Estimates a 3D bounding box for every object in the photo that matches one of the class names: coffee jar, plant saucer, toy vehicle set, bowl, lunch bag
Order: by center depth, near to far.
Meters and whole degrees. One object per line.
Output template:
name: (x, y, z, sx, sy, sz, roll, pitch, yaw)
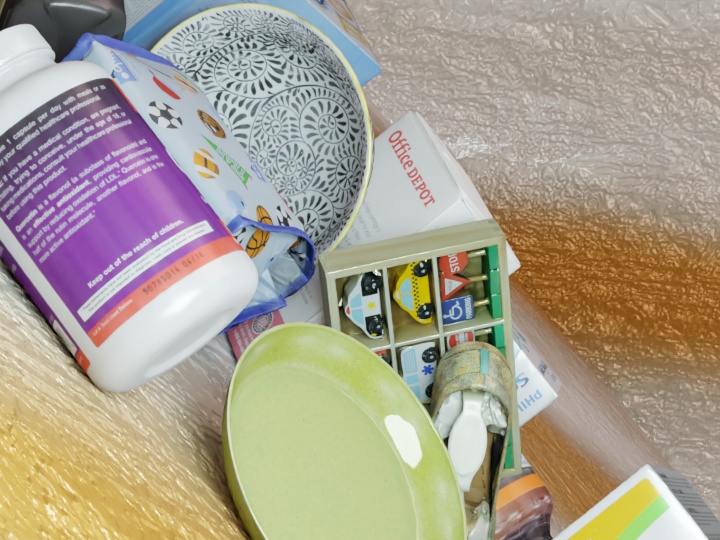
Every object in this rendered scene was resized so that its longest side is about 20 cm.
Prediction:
plant saucer: (-0.015, 0.128, 1.490, 0.200, 0.031, 0.200, 31, 43, -34)
lunch bag: (-0.122, -0.049, 1.599, 0.170, 0.124, 0.200, 52, 16, 13)
toy vehicle set: (0.043, 0.066, 1.683, 0.027, 0.124, 0.200, -117, -163, -56)
bowl: (-0.063, -0.084, 1.736, 0.201, 0.201, 0.094, 54, 22, 16)
coffee jar: (-0.218, -0.215, 1.744, 0.085, 0.104, 0.200, 7, 45, -20)

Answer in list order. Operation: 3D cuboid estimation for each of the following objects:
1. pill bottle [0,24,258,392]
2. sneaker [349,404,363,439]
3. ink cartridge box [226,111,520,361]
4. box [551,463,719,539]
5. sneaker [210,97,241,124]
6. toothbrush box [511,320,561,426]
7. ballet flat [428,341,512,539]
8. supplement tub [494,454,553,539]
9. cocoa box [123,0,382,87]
pill bottle: (-0.155, -0.038, 1.389, 0.200, 0.112, 0.112, 53, 8, 8)
sneaker: (0.023, 0.164, 1.607, 0.200, 0.079, 0.074, 48, 7, -31)
ink cartridge box: (0.000, 0.000, 1.766, 0.083, 0.200, 0.147, 47, 9, -31)
box: (0.148, 0.226, 1.586, 0.101, 0.200, 0.112, 53, 10, 16)
sneaker: (-0.082, -0.057, 1.860, 0.200, 0.079, 0.096, 70, 8, -56)
toothbrush box: (0.040, 0.060, 1.917, 0.200, 0.146, 0.085, 51, 8, 2)
ballet flat: (0.065, 0.146, 1.670, 0.071, 0.200, 0.071, 7, 23, -3)
supplement tub: (0.068, 0.154, 1.803, 0.200, 0.107, 0.107, 54, 9, 15)
cocoa box: (-0.103, -0.197, 1.872, 0.200, 0.133, 0.131, 37, 19, -50)
